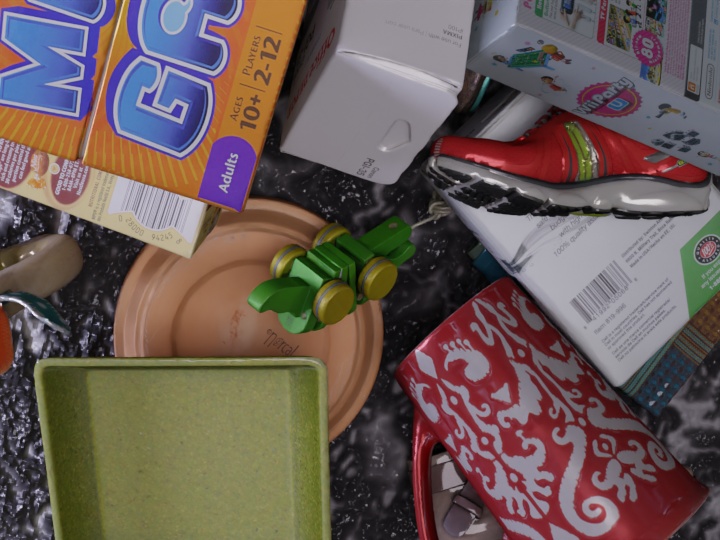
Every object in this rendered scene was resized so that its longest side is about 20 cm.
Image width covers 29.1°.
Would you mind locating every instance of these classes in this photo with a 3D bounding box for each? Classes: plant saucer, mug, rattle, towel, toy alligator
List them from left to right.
[{"bbox_3d":[-0.248,-0.023,0.886,0.128,0.200,0.145,-5,100,-6],"label":"rattle"},{"bbox_3d":[-0.118,0.139,0.980,0.197,0.048,0.202,0,115,1],"label":"plant saucer"},{"bbox_3d":[-0.080,0.048,1.006,0.197,0.032,0.204,-1,100,-8],"label":"plant saucer"},{"bbox_3d":[0.000,0.000,0.976,0.199,0.059,0.055,-28,140,-36],"label":"toy alligator"},{"bbox_3d":[0.109,0.127,0.945,0.177,0.134,0.201,-36,80,-19],"label":"mug"},{"bbox_3d":[0.194,-0.006,1.039,0.199,0.022,0.147,39,92,-12],"label":"towel"}]

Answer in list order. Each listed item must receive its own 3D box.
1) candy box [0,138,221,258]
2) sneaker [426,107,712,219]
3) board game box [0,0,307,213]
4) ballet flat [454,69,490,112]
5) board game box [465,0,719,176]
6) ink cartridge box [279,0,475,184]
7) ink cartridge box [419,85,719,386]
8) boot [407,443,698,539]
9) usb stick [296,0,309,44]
[{"bbox_3d":[-0.187,-0.076,0.915,0.198,0.116,0.056,21,102,-2],"label":"candy box"},{"bbox_3d":[0.134,-0.078,0.893,0.197,0.077,0.086,2,86,-18],"label":"sneaker"},{"bbox_3d":[-0.130,-0.184,0.853,0.197,0.200,0.202,17,108,-6],"label":"board game box"},{"bbox_3d":[0.088,-0.212,0.973,0.067,0.068,0.202,24,85,-6],"label":"ballet flat"},{"bbox_3d":[0.170,-0.165,0.855,0.198,0.064,0.150,19,66,-21],"label":"board game box"},{"bbox_3d":[0.018,-0.179,0.883,0.082,0.147,0.203,15,67,-12],"label":"ink cartridge box"},{"bbox_3d":[0.158,-0.045,0.973,0.146,0.083,0.200,-42,102,-1],"label":"ink cartridge box"},{"bbox_3d":[0.138,0.153,1.037,0.199,0.070,0.147,-33,91,-13],"label":"boot"},{"bbox_3d":[-0.038,-0.189,0.974,0.199,0.033,0.056,36,100,-11],"label":"usb stick"}]
